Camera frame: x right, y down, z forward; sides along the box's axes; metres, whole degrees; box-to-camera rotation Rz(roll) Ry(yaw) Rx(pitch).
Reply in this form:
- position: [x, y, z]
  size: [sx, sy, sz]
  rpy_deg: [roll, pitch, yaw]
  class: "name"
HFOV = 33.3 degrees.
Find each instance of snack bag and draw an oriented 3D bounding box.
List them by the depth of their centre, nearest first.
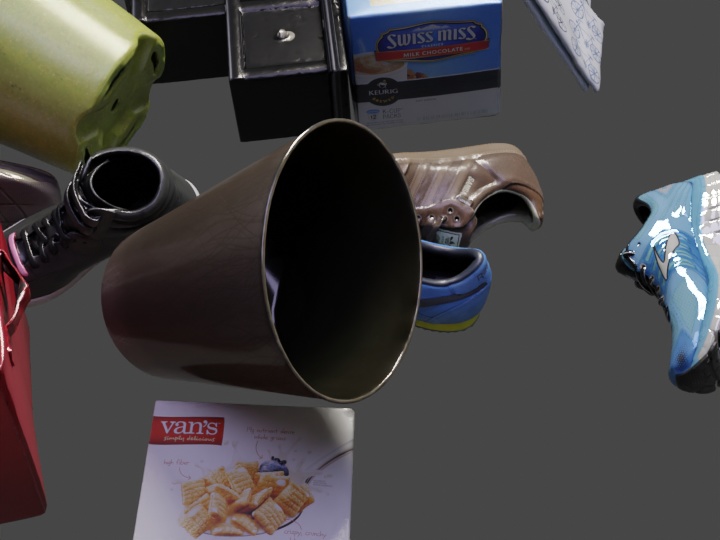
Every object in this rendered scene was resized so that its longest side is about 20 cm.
- position: [0.170, -0.284, 1.091]
  size: [0.021, 0.189, 0.201]
  rpy_deg: [-23, 35, 30]
  class: "snack bag"

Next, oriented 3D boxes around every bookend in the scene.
- position: [-0.114, -0.202, 1.046]
  size: [0.198, 0.092, 0.200]
  rpy_deg: [-6, 54, -1]
  class: "bookend"

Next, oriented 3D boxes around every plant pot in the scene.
- position: [-0.268, -0.176, 0.979]
  size: [0.183, 0.201, 0.201]
  rpy_deg: [29, 55, 5]
  class: "plant pot"

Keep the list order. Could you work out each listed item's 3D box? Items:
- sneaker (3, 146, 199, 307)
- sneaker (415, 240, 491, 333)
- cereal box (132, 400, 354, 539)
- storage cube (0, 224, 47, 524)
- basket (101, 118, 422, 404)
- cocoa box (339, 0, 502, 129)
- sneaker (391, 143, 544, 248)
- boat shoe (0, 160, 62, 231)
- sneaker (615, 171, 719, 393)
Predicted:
- position: [-0.220, -0.036, 0.897]
  size: [0.199, 0.099, 0.071]
  rpy_deg: [-23, 72, -5]
  class: "sneaker"
- position: [0.000, 0.000, 0.913]
  size: [0.198, 0.079, 0.066]
  rpy_deg: [3, 54, 1]
  class: "sneaker"
- position: [-0.077, 0.180, 0.790]
  size: [0.143, 0.040, 0.201]
  rpy_deg: [2, 52, -2]
  class: "cereal box"
- position: [-0.307, 0.063, 0.781]
  size: [0.198, 0.180, 0.172]
  rpy_deg: [-10, 53, -12]
  class: "storage cube"
- position: [-0.076, 0.006, 0.814]
  size: [0.135, 0.199, 0.182]
  rpy_deg: [21, 68, -40]
  class: "basket"
- position: [0.047, -0.246, 1.066]
  size: [0.132, 0.132, 0.201]
  rpy_deg: [-6, 52, -1]
  class: "cocoa box"
- position: [0.054, -0.049, 0.958]
  size: [0.198, 0.071, 0.076]
  rpy_deg: [-15, 55, -14]
  class: "sneaker"
- position: [-0.335, -0.078, 0.956]
  size: [0.198, 0.075, 0.074]
  rpy_deg: [6, 46, -6]
  class: "boat shoe"
- position: [0.245, 0.012, 0.935]
  size: [0.089, 0.079, 0.201]
  rpy_deg: [-4, 46, 18]
  class: "sneaker"
